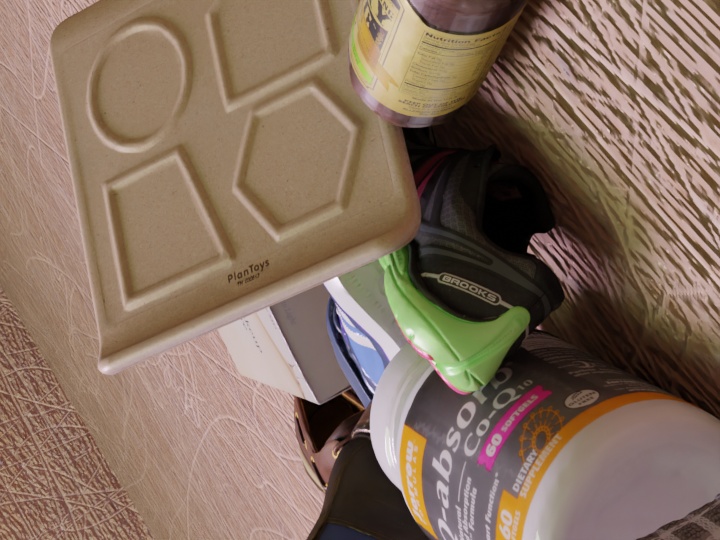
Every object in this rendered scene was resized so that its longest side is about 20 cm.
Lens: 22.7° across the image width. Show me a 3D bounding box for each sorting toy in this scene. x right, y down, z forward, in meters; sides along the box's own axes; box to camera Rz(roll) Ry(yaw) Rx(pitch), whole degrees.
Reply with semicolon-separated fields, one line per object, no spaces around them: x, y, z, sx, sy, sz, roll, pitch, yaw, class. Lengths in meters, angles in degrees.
-0.062;-0.068;0.852;0.036;0.184;0.202;23;-130;-53;sorting toy

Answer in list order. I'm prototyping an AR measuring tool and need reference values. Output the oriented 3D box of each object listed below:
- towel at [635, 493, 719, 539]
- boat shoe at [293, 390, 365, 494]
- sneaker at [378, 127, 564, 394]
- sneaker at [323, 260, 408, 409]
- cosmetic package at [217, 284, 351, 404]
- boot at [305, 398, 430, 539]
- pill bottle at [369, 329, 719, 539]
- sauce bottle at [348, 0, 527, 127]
0.164;0.163;0.589;0.201;0.164;0.086;54;158;24;towel
0.000;0.135;1.249;0.200;0.072;0.068;42;158;57;boat shoe
0.046;-0.023;0.833;0.077;0.083;0.201;51;-169;-38;sneaker
0.000;0.000;0.990;0.201;0.080;0.146;60;162;-14;sneaker
-0.048;0.020;1.205;0.104;0.073;0.200;64;166;-9;cosmetic package
0.063;0.162;0.935;0.199;0.097;0.075;34;154;6;boot
0.084;0.092;0.813;0.200;0.116;0.117;27;143;64;pill bottle
0.037;-0.119;0.700;0.065;0.064;0.200;58;163;11;sauce bottle
